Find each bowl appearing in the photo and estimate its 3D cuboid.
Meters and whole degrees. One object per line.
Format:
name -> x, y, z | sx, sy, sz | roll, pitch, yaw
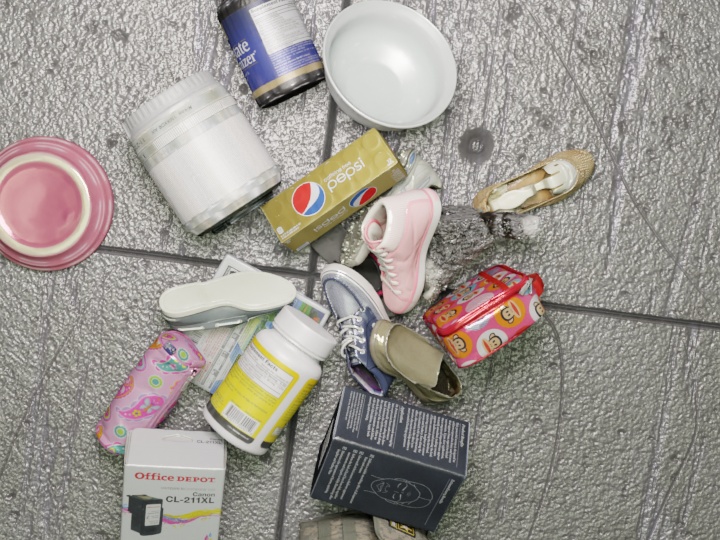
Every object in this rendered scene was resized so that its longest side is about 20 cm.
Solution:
bowl -> 0.031, -0.278, 1.461 | 0.201, 0.090, 0.201 | 6, 70, -16

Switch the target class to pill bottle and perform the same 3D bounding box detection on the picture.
pill bottle -> -0.136, -0.344, 1.453 | 0.112, 0.112, 0.200 | -25, 96, 1
pill bottle -> -0.129, 0.158, 1.486 | 0.114, 0.114, 0.200 | 36, 93, -5

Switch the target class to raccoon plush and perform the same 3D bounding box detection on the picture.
raccoon plush -> 0.158, -0.016, 1.474 | 0.200, 0.097, 0.134 | 10, 112, 34

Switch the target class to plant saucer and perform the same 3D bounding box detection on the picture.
plant saucer -> -0.468, -0.098, 1.499 | 0.200, 0.051, 0.201 | 0, 96, -2

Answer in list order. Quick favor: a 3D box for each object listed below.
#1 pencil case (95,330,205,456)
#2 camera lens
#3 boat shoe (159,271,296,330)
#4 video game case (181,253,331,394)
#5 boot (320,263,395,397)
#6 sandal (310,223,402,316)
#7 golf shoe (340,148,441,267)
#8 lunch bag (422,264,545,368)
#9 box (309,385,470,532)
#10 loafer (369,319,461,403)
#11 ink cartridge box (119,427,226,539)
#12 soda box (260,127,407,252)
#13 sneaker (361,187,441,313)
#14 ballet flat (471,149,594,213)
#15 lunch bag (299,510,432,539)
pencil case -> -0.309, 0.183, 1.503 | 0.087, 0.087, 0.200 | 37, 105, -5
camera lens -> -0.220, -0.161, 1.446 | 0.160, 0.160, 0.200 | -33, 96, 2
boat shoe -> -0.195, 0.051, 1.510 | 0.200, 0.073, 0.062 | -7, 139, -9
video game case -> -0.171, 0.103, 1.547 | 0.182, 0.022, 0.200 | 29, 94, -5
boot -> -0.003, 0.089, 1.493 | 0.073, 0.090, 0.200 | -23, 113, 39
sandal -> 0.000, 0.000, 1.529 | 0.200, 0.045, 0.075 | 42, 92, -6
golf shoe -> 0.050, -0.078, 1.498 | 0.097, 0.078, 0.200 | 35, 82, -18
lunch bag -> 0.186, 0.056, 1.465 | 0.176, 0.200, 0.082 | -32, 98, -2
box -> 0.044, 0.279, 1.500 | 0.200, 0.107, 0.149 | 18, 131, -4
loafer -> 0.086, 0.132, 1.492 | 0.200, 0.068, 0.076 | 41, 55, -42
ink cartridge box -> -0.278, 0.340, 1.497 | 0.146, 0.083, 0.200 | 4, 118, -9
soda box -> -0.037, -0.113, 1.443 | 0.200, 0.064, 0.068 | -34, 70, 6
sneaker -> 0.040, -0.023, 1.439 | 0.105, 0.075, 0.200 | -9, 127, -33
ballet flat -> 0.263, -0.121, 1.515 | 0.200, 0.065, 0.071 | -27, 98, 1
lunch bag -> 0.013, 0.426, 1.516 | 0.200, 0.164, 0.118 | -10, 98, -1
